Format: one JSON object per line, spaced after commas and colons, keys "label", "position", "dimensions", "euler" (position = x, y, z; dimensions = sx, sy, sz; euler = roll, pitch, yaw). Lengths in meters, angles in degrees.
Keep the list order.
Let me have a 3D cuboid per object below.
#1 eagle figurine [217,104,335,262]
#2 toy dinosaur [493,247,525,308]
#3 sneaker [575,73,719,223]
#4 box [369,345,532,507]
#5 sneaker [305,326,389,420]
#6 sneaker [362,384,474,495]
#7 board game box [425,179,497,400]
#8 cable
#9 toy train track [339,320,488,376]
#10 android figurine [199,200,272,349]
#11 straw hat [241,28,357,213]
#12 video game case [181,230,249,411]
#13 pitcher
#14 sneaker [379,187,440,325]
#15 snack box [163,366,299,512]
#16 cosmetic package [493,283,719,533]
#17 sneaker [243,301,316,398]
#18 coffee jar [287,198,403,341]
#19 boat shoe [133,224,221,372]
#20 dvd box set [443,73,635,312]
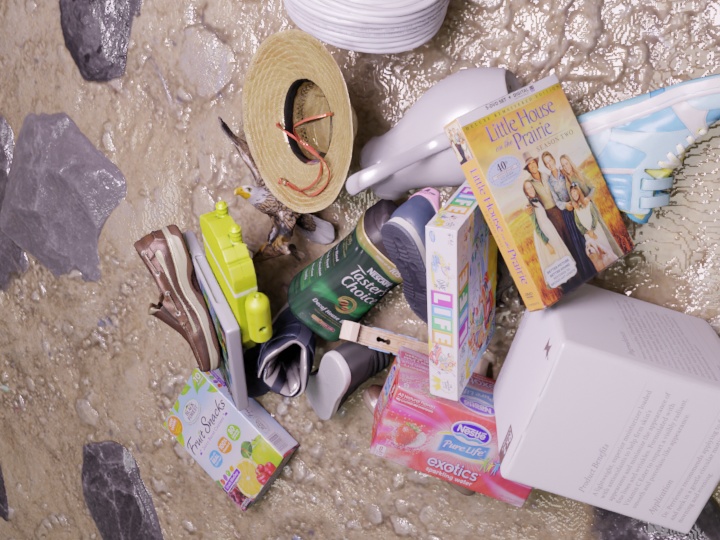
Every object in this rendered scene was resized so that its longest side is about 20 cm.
{"label": "eagle figurine", "position": [-0.116, -0.116, 0.904], "dimensions": [0.148, 0.151, 0.205], "euler": [-4, 84, 5]}
{"label": "toy dinosaur", "position": [0.200, -0.010, 0.808], "dimensions": [0.197, 0.076, 0.105], "euler": [-4, 89, 34]}
{"label": "sneaker", "position": [0.324, -0.122, 0.704], "dimensions": [0.197, 0.079, 0.133], "euler": [-12, 95, 39]}
{"label": "box", "position": [0.120, 0.185, 0.815], "dimensions": [0.197, 0.095, 0.104], "euler": [21, 113, -3]}
{"label": "sneaker", "position": [-0.017, 0.146, 0.952], "dimensions": [0.071, 0.098, 0.201], "euler": [56, 151, 15]}
{"label": "sneaker", "position": [0.095, 0.208, 0.918], "dimensions": [0.199, 0.070, 0.076], "euler": [40, 100, 8]}
{"label": "board game box", "position": [0.112, 0.017, 0.734], "dimensions": [0.034, 0.134, 0.204], "euler": [11, 123, 25]}
{"label": "cable", "position": [0.005, -0.320, 0.757], "dimensions": [0.195, 0.203, 0.070], "euler": [3, 143, -2]}
{"label": "toy train track", "position": [0.071, 0.100, 0.861], "dimensions": [0.196, 0.033, 0.117], "euler": [16, 81, -5]}
{"label": "android figurine", "position": [-0.164, 0.005, 0.876], "dimensions": [0.183, 0.040, 0.203], "euler": [53, 153, 39]}
{"label": "straw hat", "position": [-0.050, -0.176, 0.801], "dimensions": [0.199, 0.084, 0.205], "euler": [16, 114, 41]}
{"label": "video game case", "position": [-0.205, 0.074, 0.964], "dimensions": [0.184, 0.022, 0.202], "euler": [57, 155, 33]}
{"label": "pitcher", "position": [0.086, -0.142, 0.768], "dimensions": [0.197, 0.172, 0.123], "euler": [-21, 102, 30]}
{"label": "sneaker", "position": [0.088, -0.007, 0.796], "dimensions": [0.069, 0.082, 0.202], "euler": [25, 153, 34]}
{"label": "snack box", "position": [-0.211, 0.263, 1.087], "dimensions": [0.200, 0.053, 0.143], "euler": [42, 116, 13]}
{"label": "cosmetic package", "position": [0.260, 0.130, 0.708], "dimensions": [0.196, 0.166, 0.168], "euler": [17, 115, 1]}
{"label": "sneaker", "position": [-0.126, 0.141, 0.956], "dimensions": [0.076, 0.147, 0.203], "euler": [29, 119, -14]}
{"label": "coffee jar", "position": [0.000, 0.000, 0.887], "dimensions": [0.104, 0.086, 0.200], "euler": [37, 121, -20]}
{"label": "boat shoe", "position": [-0.251, 0.046, 0.917], "dimensions": [0.074, 0.074, 0.206], "euler": [-6, 103, 69]}
{"label": "dvd box set", "position": [0.184, -0.081, 0.684], "dimensions": [0.203, 0.145, 0.029], "euler": [65, 154, -2]}
